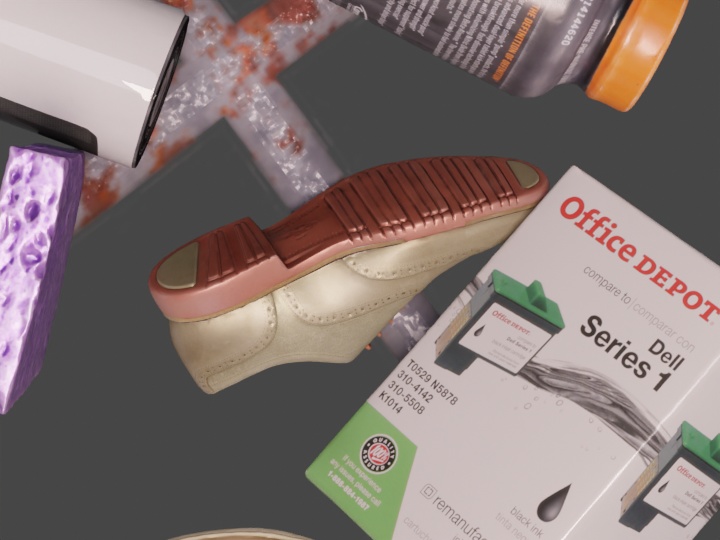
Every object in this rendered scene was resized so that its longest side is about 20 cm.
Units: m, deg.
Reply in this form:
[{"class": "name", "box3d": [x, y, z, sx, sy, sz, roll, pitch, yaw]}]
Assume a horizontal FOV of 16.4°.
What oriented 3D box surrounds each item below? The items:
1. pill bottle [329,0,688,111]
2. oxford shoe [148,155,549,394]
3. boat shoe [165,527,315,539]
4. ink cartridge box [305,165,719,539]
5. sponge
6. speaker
[{"class": "pill bottle", "box3d": [0.055, -0.150, 1.181, 0.199, 0.106, 0.107, 28, 91, -2]}, {"class": "oxford shoe", "box3d": [0.000, 0.000, 1.214, 0.199, 0.071, 0.074, -17, 117, -1]}, {"class": "boat shoe", "box3d": [-0.022, 0.168, 1.206, 0.199, 0.069, 0.074, 5, 92, -2]}, {"class": "ink cartridge box", "box3d": [0.096, 0.071, 1.160, 0.200, 0.146, 0.084, -50, 137, -2]}, {"class": "sponge", "box3d": [-0.153, -0.001, 1.133, 0.030, 0.200, 0.112, 13, 92, -4]}, {"class": "speaker", "box3d": [-0.187, -0.120, 1.187, 0.199, 0.081, 0.082, 20, 91, -3]}]
